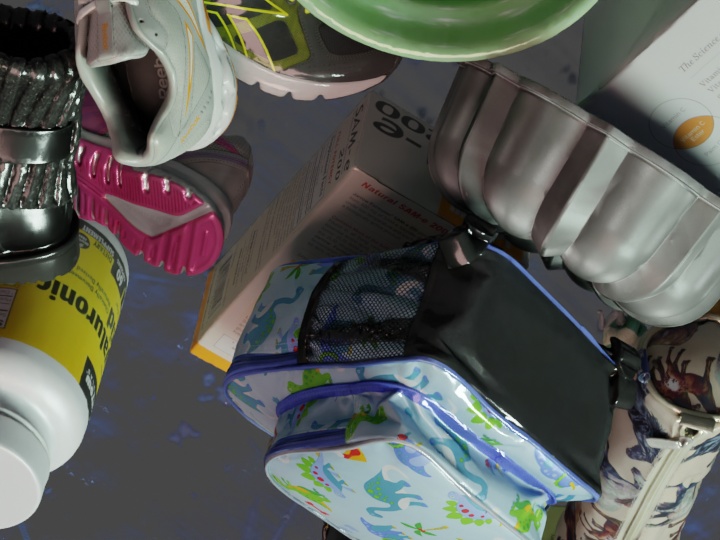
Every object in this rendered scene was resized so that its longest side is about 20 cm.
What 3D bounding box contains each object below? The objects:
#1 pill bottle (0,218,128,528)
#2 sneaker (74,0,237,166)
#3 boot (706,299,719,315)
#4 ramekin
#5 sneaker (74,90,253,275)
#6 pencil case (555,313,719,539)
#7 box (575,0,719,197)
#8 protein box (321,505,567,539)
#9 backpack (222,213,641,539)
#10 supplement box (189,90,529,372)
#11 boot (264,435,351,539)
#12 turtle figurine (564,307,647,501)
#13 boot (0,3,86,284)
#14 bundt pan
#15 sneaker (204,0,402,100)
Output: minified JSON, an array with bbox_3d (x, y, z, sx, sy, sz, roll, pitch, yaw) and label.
[{"bbox_3d":[-0.214,0.057,1.420,0.110,0.201,0.112,5,134,5],"label":"pill bottle"},{"bbox_3d":[-0.121,-0.150,1.213,0.075,0.092,0.201,-11,107,23],"label":"sneaker"},{"bbox_3d":[0.251,0.118,1.400,0.200,0.068,0.189,35,136,39],"label":"boot"},{"bbox_3d":[0.045,-0.217,1.194,0.198,0.098,0.201,5,132,6],"label":"ramekin"},{"bbox_3d":[-0.148,-0.072,1.376,0.199,0.088,0.082,29,132,15],"label":"sneaker"},{"bbox_3d":[0.178,0.118,1.409,0.077,0.090,0.201,26,137,8],"label":"pencil case"},{"bbox_3d":[0.241,-0.111,1.250,0.199,0.107,0.152,32,130,-19],"label":"box"},{"bbox_3d":[0.068,0.274,1.566,0.198,0.199,0.135,2,137,8],"label":"protein box"},{"bbox_3d":[0.024,0.074,1.297,0.199,0.148,0.183,-2,148,47],"label":"backpack"},{"bbox_3d":[0.000,0.000,1.416,0.126,0.074,0.200,30,132,-18],"label":"supplement box"},{"bbox_3d":[-0.013,0.186,1.496,0.199,0.151,0.073,12,159,42],"label":"boot"},{"bbox_3d":[0.100,0.076,1.457,0.149,0.101,0.201,8,141,11],"label":"turtle figurine"},{"bbox_3d":[-0.252,-0.066,1.283,0.210,0.080,0.159,-9,133,-15],"label":"boot"},{"bbox_3d":[0.120,-0.036,1.275,0.201,0.202,0.076,33,90,-19],"label":"bundt pan"},{"bbox_3d":[-0.066,-0.160,1.282,0.199,0.075,0.085,18,132,-7],"label":"sneaker"}]
